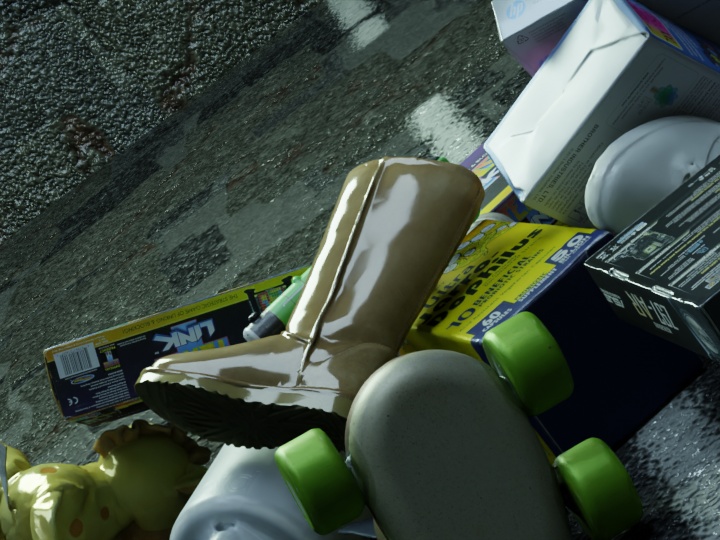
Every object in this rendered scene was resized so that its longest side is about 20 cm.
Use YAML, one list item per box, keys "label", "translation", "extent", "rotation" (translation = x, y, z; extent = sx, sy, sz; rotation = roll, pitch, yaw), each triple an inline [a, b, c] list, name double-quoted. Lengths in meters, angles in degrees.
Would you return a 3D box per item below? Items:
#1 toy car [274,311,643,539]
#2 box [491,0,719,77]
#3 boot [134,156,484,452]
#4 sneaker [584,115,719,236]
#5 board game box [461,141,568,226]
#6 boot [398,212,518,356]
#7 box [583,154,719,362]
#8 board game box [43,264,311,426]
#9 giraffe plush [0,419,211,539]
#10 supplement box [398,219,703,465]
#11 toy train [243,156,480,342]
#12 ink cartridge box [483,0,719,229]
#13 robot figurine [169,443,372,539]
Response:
- label: "toy car"
  translation: [0.045, 0.122, 1.405]
  extent: [0.164, 0.158, 0.200]
  rotation: [-29, 1, -8]
- label: "box"
  translation: [0.201, -0.144, 1.583]
  extent: [0.156, 0.200, 0.041]
  rotation: [-28, 49, 20]
- label: "boot"
  translation: [-0.030, 0.018, 1.540]
  extent: [0.175, 0.066, 0.200]
  rotation: [8, 55, 23]
- label: "sneaker"
  translation: [0.236, -0.051, 1.467]
  extent: [0.199, 0.076, 0.088]
  rotation: [-6, 19, -22]
- label: "board game box"
  translation: [0.101, -0.043, 1.907]
  extent: [0.200, 0.057, 0.165]
  rotation: [-43, 16, -19]
- label: "boot"
  translation: [0.037, 0.060, 1.683]
  extent: [0.200, 0.073, 0.151]
  rotation: [-45, 7, 33]
- label: "box"
  translation: [0.238, -0.037, 1.347]
  extent: [0.200, 0.044, 0.160]
  rotation: [-38, 18, -9]
- label: "board game box"
  translation: [-0.119, 0.058, 1.766]
  extent: [0.199, 0.057, 0.165]
  rotation: [-18, -7, 0]
- label: "giraffe plush"
  translation: [-0.193, 0.173, 1.802]
  extent: [0.162, 0.173, 0.200]
  rotation: [-17, -36, -26]
- label: "supplement box"
  translation: [0.108, 0.044, 1.541]
  extent: [0.109, 0.110, 0.200]
  rotation: [-41, 14, -13]
- label: "toy train"
  translation: [0.000, 0.000, 1.606]
  extent: [0.200, 0.056, 0.042]
  rotation: [-43, 12, -20]
- label: "ink cartridge box"
  translation: [0.200, -0.077, 1.547]
  extent: [0.137, 0.200, 0.076]
  rotation: [-53, 34, 21]
- label: "robot figurine"
  translation: [-0.049, 0.157, 1.557]
  extent: [0.170, 0.113, 0.200]
  rotation: [-50, 5, 35]
